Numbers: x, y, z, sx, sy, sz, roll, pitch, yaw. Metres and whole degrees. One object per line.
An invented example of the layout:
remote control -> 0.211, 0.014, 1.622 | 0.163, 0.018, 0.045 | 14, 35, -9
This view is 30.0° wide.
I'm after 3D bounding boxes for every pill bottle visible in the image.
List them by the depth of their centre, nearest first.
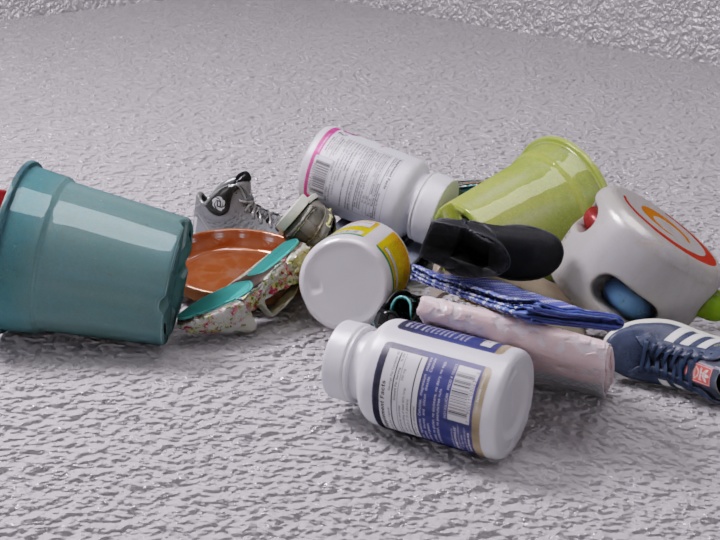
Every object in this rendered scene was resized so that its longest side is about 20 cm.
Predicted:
pill bottle -> 0.065, 0.111, 1.351 | 0.198, 0.112, 0.111 | 14, 22, 26
pill bottle -> 0.000, 0.000, 1.636 | 0.111, 0.114, 0.200 | 7, 11, 10
pill bottle -> 0.025, -0.111, 1.822 | 0.198, 0.114, 0.113 | 23, 25, 18

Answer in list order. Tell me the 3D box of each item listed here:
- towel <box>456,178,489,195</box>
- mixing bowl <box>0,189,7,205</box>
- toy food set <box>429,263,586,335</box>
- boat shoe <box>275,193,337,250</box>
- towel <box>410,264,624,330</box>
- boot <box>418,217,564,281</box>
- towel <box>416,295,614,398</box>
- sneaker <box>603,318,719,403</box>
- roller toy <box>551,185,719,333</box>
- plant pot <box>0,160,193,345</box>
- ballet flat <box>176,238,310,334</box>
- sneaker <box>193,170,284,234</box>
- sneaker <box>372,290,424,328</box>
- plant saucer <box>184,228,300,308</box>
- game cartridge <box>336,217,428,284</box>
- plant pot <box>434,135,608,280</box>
towel -> 0.150, -0.101, 1.959 | 0.198, 0.022, 0.146 | 0, -15, 32
mixing bowl -> -0.487, -0.024, 1.647 | 0.198, 0.110, 0.200 | 4, 20, -1
toy food set -> 0.176, 0.048, 1.576 | 0.198, 0.061, 0.144 | 23, 22, -2
boat shoe -> -0.065, -0.057, 1.729 | 0.060, 0.072, 0.202 | 40, 3, 0
towel -> 0.163, 0.026, 1.415 | 0.144, 0.024, 0.199 | 8, 8, -37
boot -> 0.147, -0.023, 1.457 | 0.163, 0.066, 0.200 | 5, 0, 3
towel -> 0.168, 0.084, 1.415 | 0.198, 0.033, 0.191 | 13, -14, 16
sneaker -> 0.363, 0.104, 1.474 | 0.198, 0.076, 0.085 | 7, 15, 9
roller toy -> 0.322, 0.001, 1.602 | 0.181, 0.140, 0.200 | 18, 26, -42
plant pot -> -0.301, -0.008, 1.532 | 0.194, 0.202, 0.200 | 11, 20, 1
ballet flat -> -0.126, 0.034, 1.592 | 0.199, 0.064, 0.075 | -35, 21, -30
sneaker -> -0.135, -0.076, 1.837 | 0.197, 0.117, 0.075 | 3, 19, 1
sneaker -> 0.068, 0.061, 1.546 | 0.075, 0.080, 0.200 | 11, 19, 24
plant saucer -> -0.156, 0.000, 1.726 | 0.198, 0.033, 0.201 | 4, 25, -2
game cartridge -> 0.029, -0.037, 1.845 | 0.132, 0.042, 0.200 | 16, 22, 15
plant pot -> 0.202, -0.052, 1.756 | 0.183, 0.202, 0.200 | -23, 30, -28
